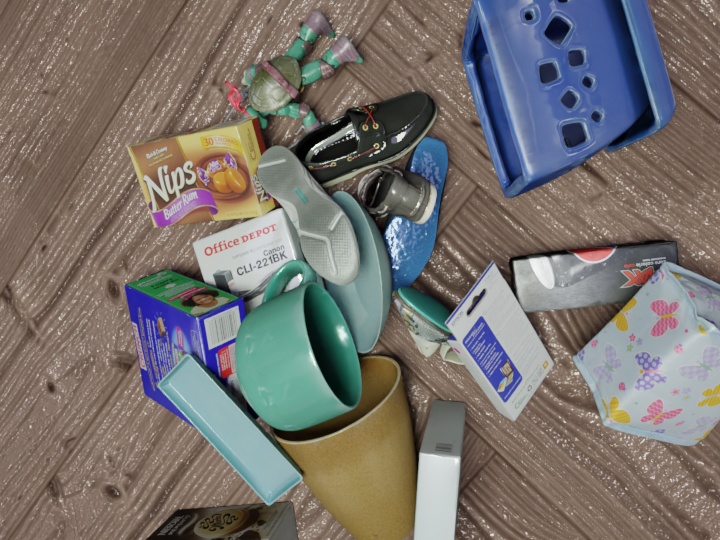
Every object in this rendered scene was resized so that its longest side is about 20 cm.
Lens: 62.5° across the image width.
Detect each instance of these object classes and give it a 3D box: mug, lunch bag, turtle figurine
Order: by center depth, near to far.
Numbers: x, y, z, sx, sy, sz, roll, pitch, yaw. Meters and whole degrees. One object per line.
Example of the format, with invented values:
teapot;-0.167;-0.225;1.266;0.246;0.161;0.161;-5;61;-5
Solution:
lunch bag;0.378;0.104;0.682;0.194;0.129;0.172;17;127;-20
mug;-0.079;0.099;0.714;0.112;0.187;0.155;-23;116;14
turtle figurine;-0.097;-0.241;0.793;0.200;0.101;0.150;-45;87;5

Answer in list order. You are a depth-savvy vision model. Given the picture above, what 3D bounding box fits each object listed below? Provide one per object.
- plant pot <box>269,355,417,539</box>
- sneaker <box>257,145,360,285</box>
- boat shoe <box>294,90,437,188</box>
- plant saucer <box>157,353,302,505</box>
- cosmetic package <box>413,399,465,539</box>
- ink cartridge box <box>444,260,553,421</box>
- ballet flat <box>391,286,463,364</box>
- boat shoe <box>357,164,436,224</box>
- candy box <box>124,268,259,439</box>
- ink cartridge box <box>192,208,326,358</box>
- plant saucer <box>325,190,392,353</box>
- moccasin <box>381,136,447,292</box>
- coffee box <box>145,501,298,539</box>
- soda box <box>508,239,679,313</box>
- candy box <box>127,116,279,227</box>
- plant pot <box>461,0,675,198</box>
plant pot;0.001;0.250;0.782;0.181;0.187;0.205;-18;106;12
sneaker;-0.053;-0.068;0.745;0.070;0.080;0.203;-36;70;9
boat shoe;0.006;-0.177;0.773;0.196;0.063;0.075;-25;60;12
plant saucer;-0.153;0.188;0.707;0.070;0.019;0.201;-40;96;24
cosmetic package;0.100;0.266;0.735;0.050;0.200;0.157;2;94;12
ink cartridge box;0.166;0.087;0.723;0.095;0.037;0.201;-48;125;-15
ballet flat;0.109;0.082;0.749;0.196;0.072;0.074;20;100;-31
boat shoe;0.028;-0.100;0.725;0.056;0.199;0.069;20;93;-22
candy box;-0.228;0.106;0.794;0.196;0.076;0.175;14;115;41
ink cartridge box;-0.128;0.031;0.823;0.140;0.084;0.206;-18;91;13
plant saucer;0.000;0.000;0.762;0.038;0.200;0.208;-9;93;-23
moccasin;0.074;-0.069;0.785;0.078;0.068;0.206;22;94;-4
coffee box;-0.199;0.401;0.853;0.193;0.113;0.083;-9;93;11
soda box;0.290;0.007;0.746;0.193;0.063;0.073;-7;93;11
candy box;-0.213;-0.130;0.802;0.194;0.057;0.120;-2;113;26
plant pot;0.230;-0.212;0.677;0.174;0.200;0.207;-17;91;7
